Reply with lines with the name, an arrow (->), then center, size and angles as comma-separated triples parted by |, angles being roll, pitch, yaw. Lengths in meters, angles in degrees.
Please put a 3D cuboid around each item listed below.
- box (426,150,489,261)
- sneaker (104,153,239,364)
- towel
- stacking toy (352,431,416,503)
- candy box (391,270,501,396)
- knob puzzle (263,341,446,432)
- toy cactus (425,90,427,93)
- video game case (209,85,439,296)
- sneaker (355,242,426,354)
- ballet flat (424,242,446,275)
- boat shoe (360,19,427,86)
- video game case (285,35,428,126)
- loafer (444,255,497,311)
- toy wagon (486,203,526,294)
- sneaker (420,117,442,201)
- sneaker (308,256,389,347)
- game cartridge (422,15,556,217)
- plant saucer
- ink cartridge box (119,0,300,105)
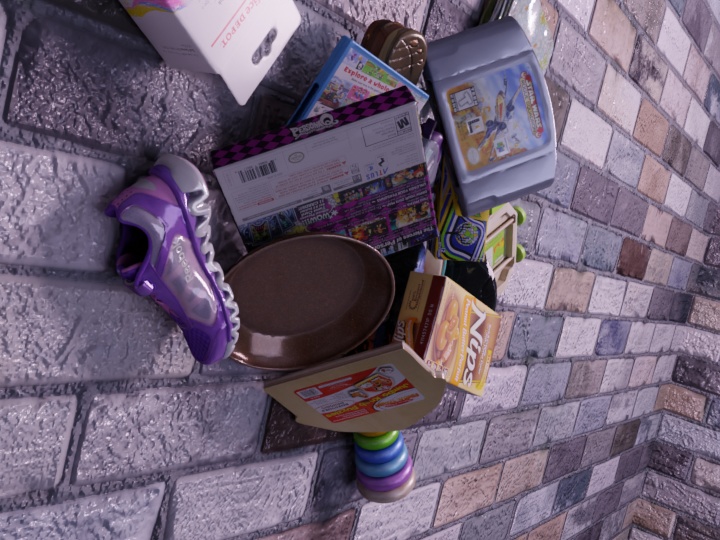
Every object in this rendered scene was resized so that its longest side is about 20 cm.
box -> 0.123, -0.117, 0.987 | 0.070, 0.063, 0.203 | -110, -157, -77
sneaker -> -0.171, 0.003, 0.723 | 0.088, 0.080, 0.202 | -33, 125, -36
towel -> 0.224, -0.317, 1.186 | 0.172, 0.048, 0.200 | -64, 146, -14
stacking toy -> 0.023, 0.212, 1.094 | 0.085, 0.085, 0.202 | -36, 127, -42
candy box -> 0.113, 0.086, 1.042 | 0.200, 0.055, 0.117 | 31, 73, -56
knob puzzle -> 0.009, 0.144, 0.966 | 0.220, 0.217, 0.031 | 52, 26, -51
toy cactus -> 0.173, -0.185, 1.074 | 0.201, 0.163, 0.103 | 74, 27, -42
video game case -> -0.028, -0.073, 0.807 | 0.198, 0.036, 0.182 | -20, 137, -2
sneaker -> 0.045, 0.046, 1.046 | 0.078, 0.075, 0.202 | 28, 75, -57
ballet flat -> 0.090, -0.066, 1.082 | 0.069, 0.069, 0.202 | -23, 130, -49
boat shoe -> 0.007, -0.180, 0.905 | 0.072, 0.067, 0.202 | -3, 124, -46
video game case -> -0.026, -0.127, 0.848 | 0.143, 0.018, 0.201 | 19, 110, -50
loafer -> 0.153, -0.001, 1.171 | 0.072, 0.072, 0.202 | -106, -172, -70
toy wagon -> 0.212, -0.050, 1.291 | 0.155, 0.039, 0.202 | -36, 130, -44
sneaker -> 0.071, -0.125, 0.949 | 0.088, 0.074, 0.200 | -61, -179, 4
sneaker -> 0.000, 0.000, 0.965 | 0.114, 0.076, 0.201 | 17, 96, -60
game cartridge -> 0.151, -0.176, 0.923 | 0.132, 0.042, 0.202 | -19, 106, -4
plant saucer -> -0.063, 0.027, 0.842 | 0.198, 0.037, 0.202 | -11, 136, -11
ink cartridge box -> -0.138, -0.246, 0.665 | 0.118, 0.067, 0.200 | -60, 143, -21
